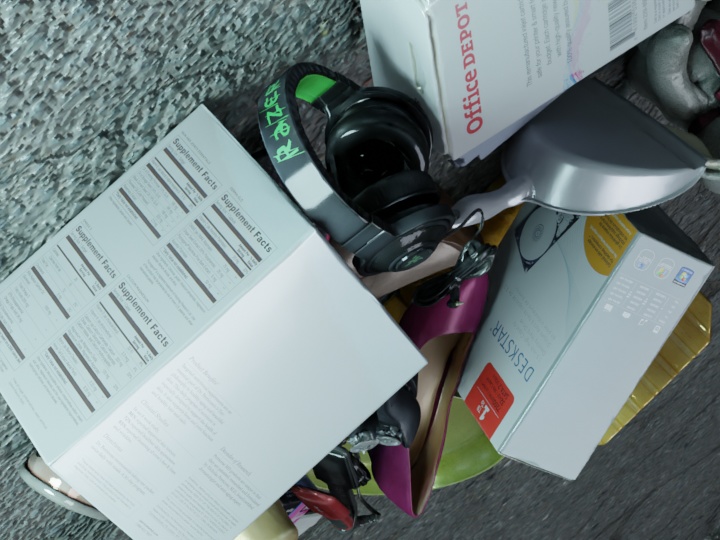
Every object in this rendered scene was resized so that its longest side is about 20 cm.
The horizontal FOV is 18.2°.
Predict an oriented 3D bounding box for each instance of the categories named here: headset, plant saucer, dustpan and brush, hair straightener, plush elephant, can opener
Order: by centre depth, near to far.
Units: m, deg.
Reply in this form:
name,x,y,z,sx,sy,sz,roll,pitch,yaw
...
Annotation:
name,x,y,z,sx,sy,sz,roll,pitch,yaw
headset,0.007,-0.041,1.328,0.094,0.124,0.200,-37,134,26
can opener,0.004,0.078,1.556,0.063,0.079,0.200,-4,164,8
dustpan and brush,0.136,-0.072,1.634,0.199,0.140,0.057,-15,133,-38
hair straightener,-0.008,0.154,1.688,0.200,0.041,0.077,52,52,-68
plush elephant,0.284,-0.130,1.741,0.200,0.155,0.164,-51,158,21
plant saucer,0.027,0.133,1.860,0.199,0.031,0.200,-4,152,-2

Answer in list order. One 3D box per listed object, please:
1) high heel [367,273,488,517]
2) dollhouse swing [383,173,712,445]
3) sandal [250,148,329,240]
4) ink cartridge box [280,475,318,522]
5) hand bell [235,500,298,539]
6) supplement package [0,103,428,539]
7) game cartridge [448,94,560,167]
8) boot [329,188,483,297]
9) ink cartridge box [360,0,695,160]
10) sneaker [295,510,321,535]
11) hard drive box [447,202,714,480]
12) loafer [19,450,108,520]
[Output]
name,x,y,z,sx,sy,sz,roll,pitch,yaw
high heel,0.063,0.090,1.699,0.067,0.096,0.200,-4,135,-34
dollhouse swing,0.164,0.031,1.819,0.200,0.176,0.182,-45,160,9
sandal,-0.050,-0.024,1.487,0.075,0.045,0.200,-2,146,7
ink cartridge box,-0.120,0.226,1.684,0.200,0.037,0.095,-43,168,12
hand bell,-0.040,0.221,1.536,0.104,0.200,0.104,-40,166,-12
supplement package,-0.100,0.043,1.341,0.200,0.151,0.152,-42,136,-1
game cartridge,0.101,-0.155,1.539,0.133,0.041,0.200,-36,159,-7
boot,0.000,0.000,1.633,0.146,0.070,0.200,-41,159,13
ink cartridge box,0.101,-0.182,1.366,0.200,0.088,0.146,-35,145,-16
sneaker,-0.104,0.215,1.843,0.085,0.073,0.200,-44,158,17
hard drive box,0.158,0.031,1.707,0.077,0.156,0.201,21,108,-29
loafer,-0.179,0.134,1.574,0.063,0.072,0.200,-58,165,0
